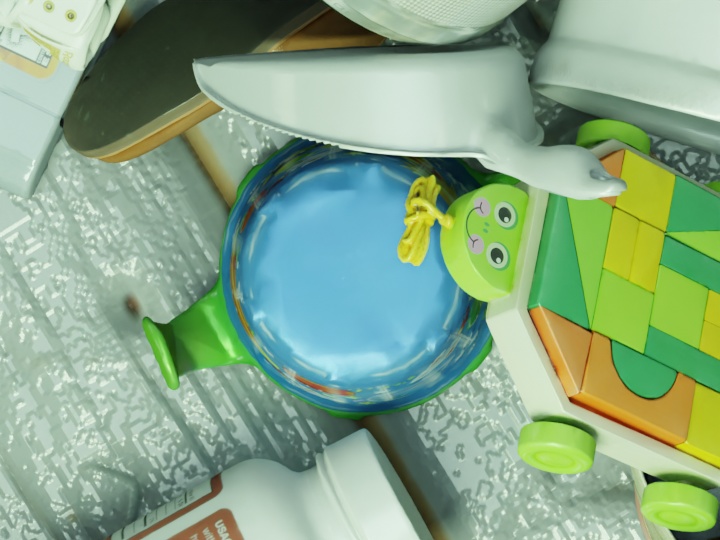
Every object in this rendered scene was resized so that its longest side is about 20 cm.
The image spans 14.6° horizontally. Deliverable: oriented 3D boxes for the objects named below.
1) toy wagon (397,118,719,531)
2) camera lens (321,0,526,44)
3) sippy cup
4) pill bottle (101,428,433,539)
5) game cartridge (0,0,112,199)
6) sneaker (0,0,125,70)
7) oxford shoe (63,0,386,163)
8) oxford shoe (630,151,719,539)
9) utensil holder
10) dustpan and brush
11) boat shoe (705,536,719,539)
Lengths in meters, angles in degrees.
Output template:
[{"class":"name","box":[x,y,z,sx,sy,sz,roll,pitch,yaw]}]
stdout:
[{"class":"toy wagon","box":[0.106,0.013,1.190,0.200,0.040,0.156,26,63,-28]},{"class":"camera lens","box":[0.053,-0.198,1.124,0.200,0.160,0.160,-36,89,37]},{"class":"sippy cup","box":[0.000,0.000,1.241,0.139,0.130,0.178,32,92,1]},{"class":"pill bottle","box":[-0.064,0.155,1.255,0.200,0.112,0.112,-29,90,3]},{"class":"game cartridge","box":[-0.169,-0.150,1.293,0.133,0.042,0.200,25,92,-2]},{"class":"sneaker","box":[-0.174,-0.121,1.240,0.200,0.074,0.116,-42,86,1]},{"class":"oxford shoe","box":[-0.040,-0.100,1.271,0.200,0.071,0.071,-32,45,3]},{"class":"oxford shoe","box":[0.141,0.040,1.263,0.071,0.074,0.201,-17,90,3]},{"class":"utensil holder","box":[0.180,-0.152,1.212,0.170,0.170,0.201,16,91,2]},{"class":"dustpan and brush","box":[0.039,-0.062,1.159,0.139,0.200,0.057,-7,98,-37]},{"class":"boat shoe","box":[0.196,0.146,1.219,0.200,0.073,0.063,-7,100,-41]}]
